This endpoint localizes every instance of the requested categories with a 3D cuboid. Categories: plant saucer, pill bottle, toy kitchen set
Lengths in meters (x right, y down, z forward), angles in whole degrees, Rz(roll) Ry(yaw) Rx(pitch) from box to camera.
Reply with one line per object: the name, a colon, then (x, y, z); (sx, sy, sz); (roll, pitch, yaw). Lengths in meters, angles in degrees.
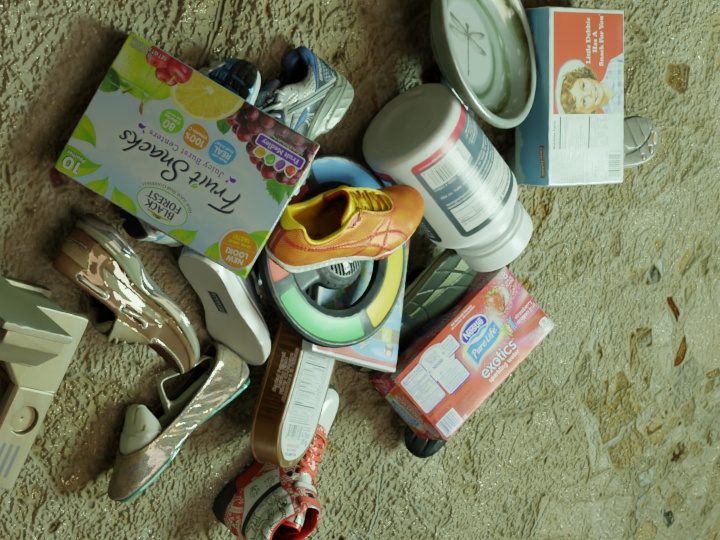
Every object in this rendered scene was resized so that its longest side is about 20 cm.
plant saucer: (0.122, -0.247, 1.584); (0.200, 0.050, 0.202); (25, 59, -50)
pill bottle: (0.101, -0.095, 1.610); (0.120, 0.119, 0.200); (-49, 126, -11)
toy kitchen set: (-0.344, 0.099, 1.280); (0.199, 0.163, 0.182); (20, 98, -47)

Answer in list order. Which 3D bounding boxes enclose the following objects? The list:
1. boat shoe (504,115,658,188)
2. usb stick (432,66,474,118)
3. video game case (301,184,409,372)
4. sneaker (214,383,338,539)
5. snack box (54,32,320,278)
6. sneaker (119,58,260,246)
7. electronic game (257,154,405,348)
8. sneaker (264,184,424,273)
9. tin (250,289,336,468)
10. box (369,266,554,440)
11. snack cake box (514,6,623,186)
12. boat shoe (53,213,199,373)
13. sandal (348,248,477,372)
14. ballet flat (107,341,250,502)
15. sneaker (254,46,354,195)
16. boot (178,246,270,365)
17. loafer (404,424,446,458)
boat shoe: (0.263, -0.143, 1.794); (0.198, 0.072, 0.076); (-8, 97, -17)
usb stick: (0.107, -0.145, 1.677); (0.055, 0.033, 0.202); (-26, 128, -32)
video game case: (0.000, 0.000, 1.606); (0.142, 0.017, 0.202); (18, 75, -48)
sneaker: (-0.066, 0.229, 1.661); (0.202, 0.108, 0.067); (-50, 137, -11)
snack box: (-0.157, -0.104, 1.348); (0.199, 0.053, 0.143); (30, 91, -8)
sneaker: (-0.154, -0.111, 1.429); (0.201, 0.075, 0.087); (-57, 151, 1)
electronic game: (-0.027, -0.020, 1.531); (0.199, 0.041, 0.202); (4, 85, -42)
sneaker: (-0.004, -0.051, 1.471); (0.199, 0.073, 0.077); (-21, 155, -41)
tin: (-0.066, 0.116, 1.606); (0.112, 0.042, 0.202); (29, 76, -72)
box: (0.120, 0.097, 1.752); (0.200, 0.095, 0.100); (-45, 101, -16)
snack cake box: (0.240, -0.199, 1.696); (0.114, 0.067, 0.202); (-4, 97, -30)
boat shoe: (-0.227, 0.034, 1.415); (0.072, 0.075, 0.201); (-47, 127, -17)
sandal: (0.054, 0.034, 1.713); (0.201, 0.057, 0.080); (-42, 143, 2)
ballet flat: (-0.202, 0.150, 1.530); (0.200, 0.068, 0.067); (-46, 117, -23)
sneaker: (-0.086, -0.140, 1.452); (0.085, 0.077, 0.201); (50, 51, -32)
boot: (-0.121, 0.011, 1.520); (0.091, 0.072, 0.201); (-61, 155, -29)
loafer: (0.120, 0.147, 1.836); (0.201, 0.068, 0.070); (-52, 172, -17)
